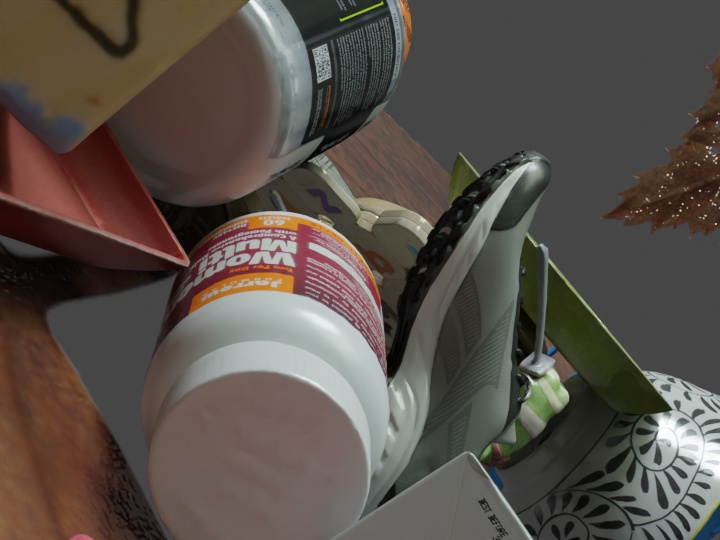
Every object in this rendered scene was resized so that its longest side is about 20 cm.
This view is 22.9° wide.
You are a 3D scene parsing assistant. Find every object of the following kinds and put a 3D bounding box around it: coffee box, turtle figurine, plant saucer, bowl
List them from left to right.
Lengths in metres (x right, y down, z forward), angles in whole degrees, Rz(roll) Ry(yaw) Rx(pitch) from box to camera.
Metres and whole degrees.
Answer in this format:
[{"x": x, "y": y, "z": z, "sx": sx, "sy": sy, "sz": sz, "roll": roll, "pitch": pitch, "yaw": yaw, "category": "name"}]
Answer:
[{"x": -0.175, "y": -0.085, "z": 0.781, "sx": 0.201, "sy": 0.037, "sz": 0.200, "roll": 57, "pitch": 12, "yaw": 18, "category": "plant saucer"}, {"x": 0.043, "y": 0.054, "z": 1.011, "sx": 0.194, "sy": 0.142, "sz": 0.202, "roll": 59, "pitch": 20, "yaw": -81, "category": "turtle figurine"}, {"x": 0.049, "y": 0.163, "z": 0.767, "sx": 0.115, "sy": 0.079, "sz": 0.200, "roll": 56, "pitch": -6, "yaw": 18, "category": "coffee box"}, {"x": 0.113, "y": 0.015, "z": 1.072, "sx": 0.200, "sy": 0.031, "sz": 0.200, "roll": 49, "pitch": 6, "yaw": -6, "category": "plant saucer"}, {"x": 0.150, "y": 0.129, "z": 1.152, "sx": 0.094, "sy": 0.201, "sz": 0.201, "roll": 43, "pitch": 12, "yaw": -8, "category": "bowl"}]

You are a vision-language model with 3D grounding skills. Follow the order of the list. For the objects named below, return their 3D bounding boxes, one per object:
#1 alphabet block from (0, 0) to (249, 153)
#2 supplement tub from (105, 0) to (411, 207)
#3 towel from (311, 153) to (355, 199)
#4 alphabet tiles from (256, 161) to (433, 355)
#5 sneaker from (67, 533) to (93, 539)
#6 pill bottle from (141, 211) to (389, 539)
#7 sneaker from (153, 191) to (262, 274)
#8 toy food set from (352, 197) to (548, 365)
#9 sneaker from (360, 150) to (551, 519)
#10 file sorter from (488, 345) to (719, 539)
[{"x": -0.123, "y": -0.209, "z": 0.766, "sx": 0.195, "sy": 0.199, "sz": 0.197, "roll": 46, "pitch": 12, "yaw": -33, "category": "alphabet block"}, {"x": -0.052, "y": -0.115, "z": 0.944, "sx": 0.123, "sy": 0.122, "sz": 0.200, "roll": 52, "pitch": 29, "yaw": 1, "category": "supplement tub"}, {"x": -0.037, "y": -0.076, "z": 1.436, "sx": 0.201, "sy": 0.034, "sz": 0.193, "roll": 52, "pitch": 11, "yaw": 1, "category": "towel"}, {"x": 0.000, "y": 0.000, "z": 1.090, "sx": 0.196, "sy": 0.015, "sz": 0.199, "roll": 47, "pitch": -25, "yaw": -27, "category": "alphabet tiles"}, {"x": -0.041, "y": 0.140, "z": 0.616, "sx": 0.200, "sy": 0.074, "sz": 0.087, "roll": 40, "pitch": 14, "yaw": -51, "category": "sneaker"}, {"x": -0.042, "y": 0.051, "z": 0.802, "sx": 0.110, "sy": 0.109, "sz": 0.200, "roll": 50, "pitch": 11, "yaw": -14, "category": "pill bottle"}, {"x": -0.125, "y": -0.062, "z": 0.984, "sx": 0.075, "sy": 0.071, "sz": 0.201, "roll": 4, "pitch": 44, "yaw": -49, "category": "sneaker"}, {"x": 0.042, "y": 0.024, "z": 1.177, "sx": 0.200, "sy": 0.049, "sz": 0.198, "roll": 46, "pitch": -18, "yaw": -17, "category": "toy food set"}, {"x": 0.054, "y": 0.037, "z": 0.885, "sx": 0.079, "sy": 0.202, "sz": 0.074, "roll": 22, "pitch": 0, "yaw": -6, "category": "sneaker"}, {"x": 0.169, "y": 0.137, "z": 1.357, "sx": 0.200, "sy": 0.138, "sz": 0.123, "roll": 46, "pitch": 9, "yaw": -31, "category": "file sorter"}]
